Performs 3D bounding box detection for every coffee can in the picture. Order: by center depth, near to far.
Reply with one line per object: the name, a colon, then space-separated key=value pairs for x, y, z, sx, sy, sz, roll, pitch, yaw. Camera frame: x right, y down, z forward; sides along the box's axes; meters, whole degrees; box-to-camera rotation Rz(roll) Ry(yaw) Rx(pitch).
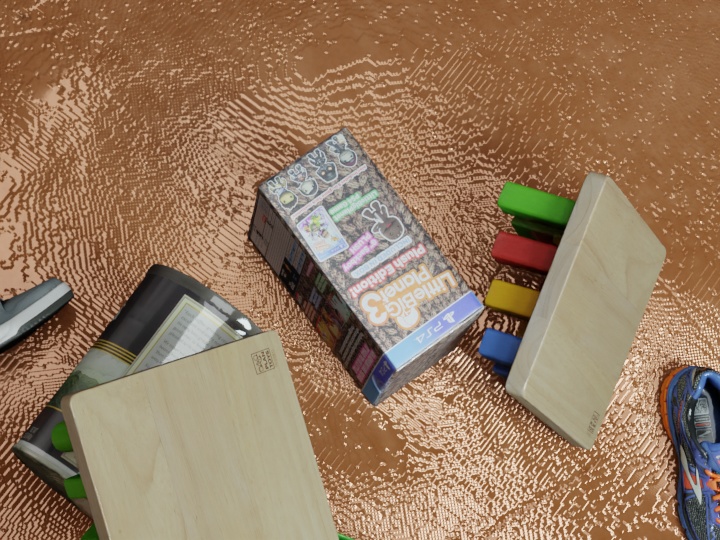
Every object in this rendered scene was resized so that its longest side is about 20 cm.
coffee can: x=-0.180 y=0.117 z=1.685 sx=0.146 sy=0.146 sz=0.200 roll=35 pitch=74 yaw=4

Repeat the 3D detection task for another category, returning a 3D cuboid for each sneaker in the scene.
sneaker: x=-0.363 y=0.030 z=1.724 sx=0.200 sy=0.084 sz=0.121 roll=-31 pitch=90 yaw=-12
sneaker: x=0.319 y=0.178 z=1.762 sx=0.075 sy=0.078 sz=0.200 roll=-15 pitch=77 yaw=-10

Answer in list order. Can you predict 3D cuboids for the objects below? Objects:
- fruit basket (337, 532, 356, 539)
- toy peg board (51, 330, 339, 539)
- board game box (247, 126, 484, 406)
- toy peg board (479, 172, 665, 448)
fruit basket: x=-0.020 y=0.321 z=1.622 sx=0.155 sy=0.216 sz=0.216 roll=21 pitch=74 yaw=-1
toy peg board: x=-0.143 y=0.172 z=1.581 sx=0.199 sy=0.098 sz=0.200 roll=-18 pitch=93 yaw=-36
board game box: x=0.000 y=0.000 z=1.731 sx=0.097 sy=0.159 sz=0.200 roll=-35 pitch=82 yaw=-14
toy peg board: x=0.168 y=0.029 z=1.735 sx=0.098 sy=0.200 sz=0.199 roll=17 pitch=79 yaw=28
